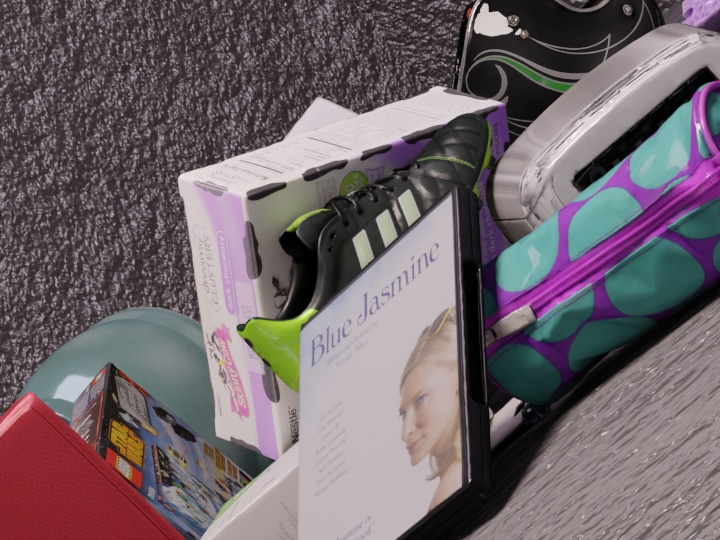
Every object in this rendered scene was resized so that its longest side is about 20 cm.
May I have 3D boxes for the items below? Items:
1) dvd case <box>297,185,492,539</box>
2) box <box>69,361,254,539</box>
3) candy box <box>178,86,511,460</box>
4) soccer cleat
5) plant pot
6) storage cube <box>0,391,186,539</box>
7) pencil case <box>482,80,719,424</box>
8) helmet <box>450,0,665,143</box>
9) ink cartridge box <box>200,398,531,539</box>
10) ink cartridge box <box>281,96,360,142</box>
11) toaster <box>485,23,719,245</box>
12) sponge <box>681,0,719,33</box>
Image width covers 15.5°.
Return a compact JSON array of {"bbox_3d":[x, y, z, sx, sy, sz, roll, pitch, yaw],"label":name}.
[{"bbox_3d":[0.014,0.068,1.345,0.143,0.018,0.201,-43,33,36],"label":"dvd case"},{"bbox_3d":[-0.113,0.136,1.579,0.040,0.137,0.200,-48,11,8],"label":"box"},{"bbox_3d":[0.000,0.000,1.586,0.199,0.169,0.071,-21,24,-33],"label":"candy box"},{"bbox_3d":[0.006,-0.021,1.500,0.200,0.081,0.067,-56,13,-21],"label":"soccer cleat"},{"bbox_3d":[-0.176,0.139,1.864,0.200,0.201,0.134,-39,-10,35],"label":"plant pot"},{"bbox_3d":[-0.182,0.197,1.342,0.180,0.200,0.171,-49,6,-23],"label":"storage cube"},{"bbox_3d":[0.134,-0.010,1.328,0.200,0.085,0.092,-40,-11,33],"label":"pencil case"},{"bbox_3d":[0.182,-0.183,2.401,0.200,0.190,0.201,-170,90,-89],"label":"helmet"},{"bbox_3d":[0.009,0.103,1.463,0.200,0.067,0.117,-41,2,9],"label":"ink cartridge box"},{"bbox_3d":[-0.005,-0.006,1.686,0.109,0.050,0.200,-51,-39,-14],"label":"ink cartridge box"},{"bbox_3d":[0.166,-0.062,1.484,0.200,0.114,0.129,-39,6,1],"label":"toaster"},{"bbox_3d":[0.285,-0.168,1.516,0.200,0.111,0.030,-39,35,50],"label":"sponge"}]
